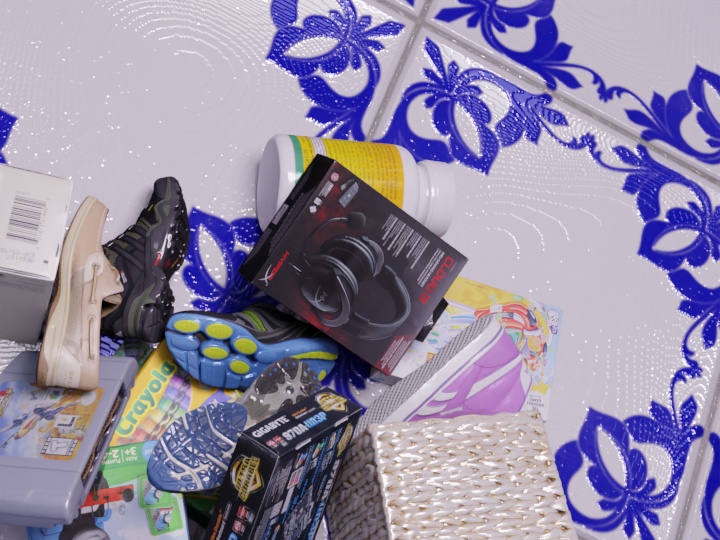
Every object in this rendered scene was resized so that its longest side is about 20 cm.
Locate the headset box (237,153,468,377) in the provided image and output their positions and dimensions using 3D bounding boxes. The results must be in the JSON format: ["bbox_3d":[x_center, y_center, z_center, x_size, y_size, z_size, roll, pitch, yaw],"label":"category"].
[{"bbox_3d":[0.000,0.000,1.354,0.200,0.077,0.149,36,89,-19],"label":"headset box"}]

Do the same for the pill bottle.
[{"bbox_3d":[-0.004,-0.084,1.436,0.199,0.113,0.114,4,70,-18],"label":"pill bottle"}]

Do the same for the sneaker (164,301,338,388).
[{"bbox_3d":[-0.116,0.073,1.346,0.199,0.071,0.083,8,22,-39],"label":"sneaker"}]

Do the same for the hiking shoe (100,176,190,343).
[{"bbox_3d":[-0.233,-0.019,1.352,0.100,0.076,0.201,2,51,6],"label":"hiking shoe"}]

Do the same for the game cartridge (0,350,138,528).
[{"bbox_3d":[-0.297,0.150,1.231,0.132,0.042,0.201,6,40,8],"label":"game cartridge"}]

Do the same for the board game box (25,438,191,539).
[{"bbox_3d":[-0.232,0.266,1.241,0.150,0.037,0.201,-8,84,-8],"label":"board game box"}]

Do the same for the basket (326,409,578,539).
[{"bbox_3d":[0.082,0.241,1.301,0.199,0.198,0.162,-2,69,-19],"label":"basket"}]

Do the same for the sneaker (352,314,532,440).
[{"bbox_3d":[0.093,0.151,1.384,0.200,0.073,0.115,-36,104,-5],"label":"sneaker"}]

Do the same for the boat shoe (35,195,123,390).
[{"bbox_3d":[-0.261,0.023,1.275,0.064,0.071,0.201,11,62,-9],"label":"boat shoe"}]

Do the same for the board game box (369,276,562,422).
[{"bbox_3d":[0.119,0.080,1.461,0.199,0.034,0.135,17,67,-12],"label":"board game box"}]

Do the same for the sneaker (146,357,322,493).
[{"bbox_3d":[-0.122,0.162,1.258,0.199,0.085,0.077,-27,74,-38],"label":"sneaker"}]

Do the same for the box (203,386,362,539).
[{"bbox_3d":[-0.081,0.220,1.225,0.046,0.201,0.159,28,22,21],"label":"box"}]

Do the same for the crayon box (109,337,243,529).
[{"bbox_3d":[-0.179,0.159,1.323,0.200,0.052,0.126,35,64,-3],"label":"crayon box"}]

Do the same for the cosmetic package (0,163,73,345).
[{"bbox_3d":[-0.322,-0.011,1.253,0.073,0.200,0.104,12,66,-14],"label":"cosmetic package"}]
